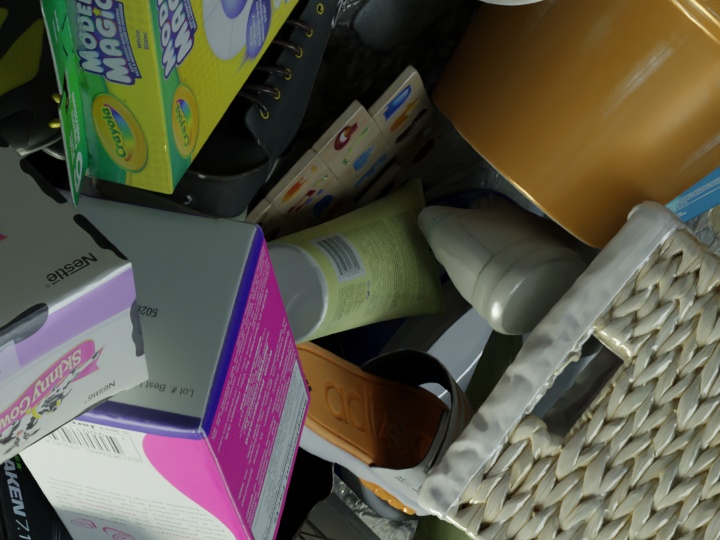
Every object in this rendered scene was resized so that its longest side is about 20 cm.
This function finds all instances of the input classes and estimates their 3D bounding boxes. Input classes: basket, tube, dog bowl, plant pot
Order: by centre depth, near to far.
[{"bbox_3d":[0.000,0.000,1.224,0.058,0.052,0.200,-62,163,19],"label":"tube"},{"bbox_3d":[0.143,-0.119,1.228,0.183,0.200,0.200,-48,149,11],"label":"plant pot"},{"bbox_3d":[0.163,0.094,1.234,0.198,0.161,0.200,-52,166,4],"label":"basket"},{"bbox_3d":[0.070,0.104,1.375,0.052,0.058,0.200,-20,141,-31],"label":"tube"},{"bbox_3d":[0.053,0.052,1.421,0.200,0.079,0.200,-32,146,-25],"label":"dog bowl"}]

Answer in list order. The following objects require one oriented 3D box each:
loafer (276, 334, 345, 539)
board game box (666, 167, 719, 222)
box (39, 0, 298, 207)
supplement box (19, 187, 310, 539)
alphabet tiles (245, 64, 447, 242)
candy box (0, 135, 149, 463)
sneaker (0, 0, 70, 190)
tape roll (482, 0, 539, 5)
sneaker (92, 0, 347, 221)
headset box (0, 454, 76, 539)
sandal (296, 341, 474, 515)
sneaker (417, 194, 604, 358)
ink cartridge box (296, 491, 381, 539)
[{"bbox_3d":[-0.039,0.101,1.260,0.073,0.071,0.200,53,38,-33],"label":"loafer"},{"bbox_3d":[0.219,-0.121,1.459,0.151,0.047,0.200,-27,143,-30],"label":"board game box"},{"bbox_3d":[-0.076,-0.124,0.994,0.200,0.048,0.118,-59,155,-42],"label":"box"},{"bbox_3d":[-0.091,0.057,1.055,0.200,0.101,0.104,80,23,-63],"label":"supplement box"},{"bbox_3d":[-0.021,-0.033,1.238,0.167,0.008,0.200,-47,169,-1],"label":"alphabet tiles"},{"bbox_3d":[-0.209,0.004,0.923,0.167,0.200,0.072,-31,143,-25],"label":"candy box"},{"bbox_3d":[-0.131,-0.094,1.022,0.074,0.085,0.200,-8,132,-48],"label":"sneaker"},{"bbox_3d":[0.093,-0.233,1.030,0.139,0.203,0.203,-26,143,-32],"label":"tape roll"},{"bbox_3d":[-0.064,-0.088,1.086,0.200,0.075,0.107,-60,172,-71],"label":"sneaker"},{"bbox_3d":[-0.156,0.169,1.185,0.093,0.175,0.200,-25,154,21],"label":"headset box"},{"bbox_3d":[0.021,0.078,1.245,0.059,0.079,0.207,-19,157,24],"label":"sandal"},{"bbox_3d":[0.098,-0.007,1.297,0.075,0.088,0.200,-55,154,9],"label":"sneaker"},{"bbox_3d":[-0.052,0.182,1.372,0.084,0.145,0.200,-52,149,8],"label":"ink cartridge box"}]
